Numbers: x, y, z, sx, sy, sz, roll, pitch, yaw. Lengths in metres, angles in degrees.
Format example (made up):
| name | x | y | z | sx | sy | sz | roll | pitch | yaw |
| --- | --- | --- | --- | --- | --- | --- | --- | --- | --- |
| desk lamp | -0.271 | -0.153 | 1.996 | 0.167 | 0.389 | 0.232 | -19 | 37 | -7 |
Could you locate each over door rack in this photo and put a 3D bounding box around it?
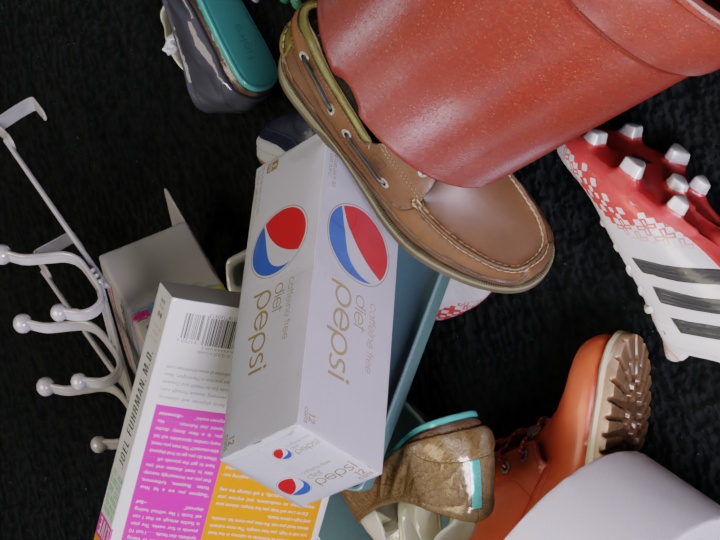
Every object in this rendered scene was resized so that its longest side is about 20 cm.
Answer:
| name | x | y | z | sx | sy | sz | roll | pitch | yaw |
| --- | --- | --- | --- | --- | --- | --- | --- | --- | --- |
| over door rack | -0.208 | 0.008 | 1.255 | 0.149 | 0.066 | 0.201 | 84 | 164 | -48 |

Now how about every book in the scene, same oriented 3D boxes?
| name | x | y | z | sx | sy | sz | roll | pitch | yaw |
| --- | --- | --- | --- | --- | --- | --- | --- | --- | --- |
| book | -0.081 | 0.114 | 1.122 | 0.048 | 0.132 | 0.202 | 43 | 120 | 59 |

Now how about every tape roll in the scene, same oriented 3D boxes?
| name | x | y | z | sx | sy | sz | roll | pitch | yaw |
| --- | --- | --- | --- | --- | --- | --- | --- | --- | --- |
| tape roll | 0.126 | 0.202 | 1.010 | 0.071 | 0.201 | 0.204 | 32 | 122 | 33 |

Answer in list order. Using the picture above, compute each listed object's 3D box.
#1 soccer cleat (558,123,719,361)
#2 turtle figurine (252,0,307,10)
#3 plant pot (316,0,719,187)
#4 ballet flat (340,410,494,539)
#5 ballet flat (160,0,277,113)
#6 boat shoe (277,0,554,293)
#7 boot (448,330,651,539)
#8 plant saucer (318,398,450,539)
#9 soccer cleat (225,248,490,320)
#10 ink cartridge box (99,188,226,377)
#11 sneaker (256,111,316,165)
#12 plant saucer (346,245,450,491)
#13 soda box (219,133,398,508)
| name | x | y | z | sx | sy | sz | roll | pitch | yaw |
| --- | --- | --- | --- | --- | --- | --- | --- | --- | --- |
| soccer cleat | 0.171 | -0.001 | 0.996 | 0.200 | 0.068 | 0.086 | 43 | 123 | 23 |
| turtle figurine | -0.009 | -0.240 | 1.096 | 0.198 | 0.101 | 0.151 | 1 | 117 | 29 |
| plant pot | 0.092 | -0.152 | 0.935 | 0.195 | 0.200 | 0.202 | -34 | 77 | 39 |
| ballet flat | 0.034 | 0.132 | 1.084 | 0.200 | 0.067 | 0.073 | 143 | 114 | -67 |
| ballet flat | -0.118 | -0.195 | 1.238 | 0.073 | 0.073 | 0.202 | -23 | 87 | 45 |
| boat shoe | 0.029 | -0.067 | 1.027 | 0.200 | 0.072 | 0.068 | 42 | 163 | 7 |
| boot | 0.103 | 0.115 | 1.083 | 0.107 | 0.075 | 0.202 | 24 | 117 | 23 |
| plant saucer | 0.008 | 0.159 | 1.230 | 0.199 | 0.036 | 0.202 | 13 | 109 | 42 |
| soccer cleat | 0.000 | 0.000 | 1.160 | 0.199 | 0.085 | 0.069 | 3 | 103 | 44 |
| ink cartridge box | -0.115 | 0.054 | 1.238 | 0.116 | 0.067 | 0.201 | 83 | 161 | -46 |
| sneaker | 0.015 | -0.115 | 1.124 | 0.198 | 0.070 | 0.110 | 2 | 107 | 37 |
| plant saucer | 0.013 | 0.034 | 1.076 | 0.069 | 0.019 | 0.202 | 3 | 64 | 42 |
| soda box | -0.025 | 0.024 | 1.047 | 0.063 | 0.068 | 0.202 | -27 | 44 | 36 |
